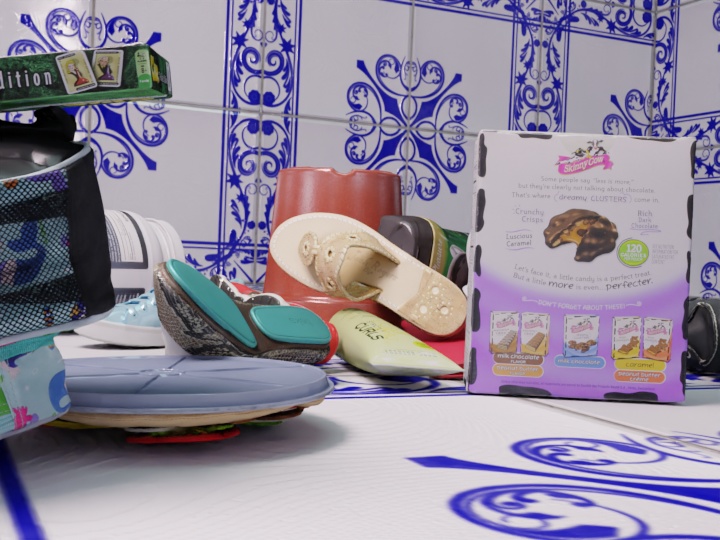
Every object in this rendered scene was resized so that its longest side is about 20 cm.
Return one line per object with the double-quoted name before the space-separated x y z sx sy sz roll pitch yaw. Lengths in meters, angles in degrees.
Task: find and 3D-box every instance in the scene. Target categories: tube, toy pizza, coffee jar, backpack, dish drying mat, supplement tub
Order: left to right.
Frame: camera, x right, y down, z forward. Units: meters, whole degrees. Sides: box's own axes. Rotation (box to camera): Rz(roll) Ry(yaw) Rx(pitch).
"backpack" -0.226 0.008 0.411 0.176 0.153 0.199 5 10 42
"supplement tub" -0.318 -0.001 1.127 0.198 0.143 0.139 2 1 -44
"toy pizza" -0.113 0.073 0.552 0.197 0.032 0.200 1 0 0
"tube" 0.019 0.066 0.829 0.058 0.052 0.200 -37 13 -10
"dish drying mat" 0.087 0.067 0.923 0.076 0.018 0.200 -6 11 -4
"coffee jar" 0.103 0.002 1.068 0.198 0.106 0.085 11 4 -30

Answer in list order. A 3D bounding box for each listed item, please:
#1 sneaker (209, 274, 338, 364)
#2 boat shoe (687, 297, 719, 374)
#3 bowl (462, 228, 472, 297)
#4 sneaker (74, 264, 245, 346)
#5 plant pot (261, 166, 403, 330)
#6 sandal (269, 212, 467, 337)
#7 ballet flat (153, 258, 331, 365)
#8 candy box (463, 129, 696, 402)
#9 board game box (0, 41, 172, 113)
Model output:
"sneaker" -0.090 0.056 0.901 0.084 0.078 0.199 15 0 -35
"boat shoe" 0.327 0.064 0.960 0.065 0.076 0.199 0 0 10
"bowl" 0.159 0.026 0.909 0.090 0.202 0.201 -39 -4 6
"sneaker" -0.203 0.035 1.014 0.198 0.083 0.073 2 0 -43
"plant pot" -0.028 -0.017 1.143 0.197 0.199 0.201 2 1 0
"sandal" 0.002 -0.005 0.897 0.210 0.078 0.070 26 -6 16
"ballet flat" -0.095 0.051 0.704 0.068 0.075 0.199 53 14 29
"candy box" 0.169 -0.004 0.767 0.165 0.203 0.072 3 1 4
"board game box" -0.190 -0.082 0.448 0.197 0.024 0.105 -6 6 -6
